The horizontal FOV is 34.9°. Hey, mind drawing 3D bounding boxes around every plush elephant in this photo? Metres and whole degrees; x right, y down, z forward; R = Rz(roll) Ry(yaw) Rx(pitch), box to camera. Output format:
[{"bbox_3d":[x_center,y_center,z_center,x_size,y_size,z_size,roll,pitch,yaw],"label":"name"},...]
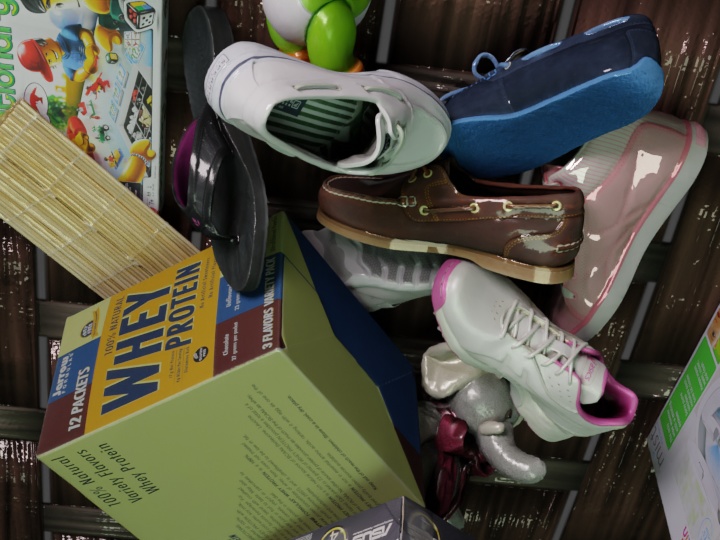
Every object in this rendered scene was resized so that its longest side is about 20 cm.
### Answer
[{"bbox_3d":[0.079,0.146,0.946,0.154,0.201,0.165,-29,146,6],"label":"plush elephant"}]

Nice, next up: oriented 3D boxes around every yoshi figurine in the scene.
[{"bbox_3d":[-0.051,-0.195,0.725,0.111,0.112,0.202,2,124,7],"label":"yoshi figurine"}]

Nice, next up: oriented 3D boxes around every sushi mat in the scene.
[{"bbox_3d":[-0.204,-0.036,0.856,0.095,0.012,0.200,-33,122,23],"label":"sushi mat"}]

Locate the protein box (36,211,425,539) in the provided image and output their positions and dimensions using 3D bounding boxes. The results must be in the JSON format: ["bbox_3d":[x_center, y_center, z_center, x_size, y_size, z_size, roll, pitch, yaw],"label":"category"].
[{"bbox_3d":[-0.087,0.102,0.841,0.198,0.136,0.199,-24,129,19],"label":"protein box"}]

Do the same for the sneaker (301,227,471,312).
[{"bbox_3d":[0.000,0.000,0.905,0.197,0.076,0.082,-5,152,4],"label":"sneaker"}]

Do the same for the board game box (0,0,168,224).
[{"bbox_3d":[-0.202,-0.129,0.815,0.125,0.035,0.202,6,127,-3],"label":"board game box"}]

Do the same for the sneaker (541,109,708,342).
[{"bbox_3d":[0.165,-0.040,0.860,0.104,0.076,0.201,19,122,-11],"label":"sneaker"}]

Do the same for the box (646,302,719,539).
[{"bbox_3d":[0.323,0.156,0.926,0.096,0.201,0.178,12,127,-8],"label":"box"}]

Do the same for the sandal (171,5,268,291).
[{"bbox_3d":[-0.104,-0.079,0.764,0.047,0.203,0.075,-4,162,-29],"label":"sandal"}]

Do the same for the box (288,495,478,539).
[{"bbox_3d":[0.011,0.240,0.830,0.199,0.049,0.161,-28,127,35],"label":"box"}]

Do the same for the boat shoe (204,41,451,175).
[{"bbox_3d":[-0.006,-0.085,0.716,0.199,0.067,0.074,3,123,-43],"label":"boat shoe"}]

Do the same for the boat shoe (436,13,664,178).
[{"bbox_3d":[0.124,-0.117,0.800,0.198,0.069,0.084,-11,144,37],"label":"boat shoe"}]

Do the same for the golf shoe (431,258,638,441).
[{"bbox_3d":[0.133,0.057,0.852,0.091,0.076,0.200,-3,143,49],"label":"golf shoe"}]

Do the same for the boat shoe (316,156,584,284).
[{"bbox_3d":[0.063,-0.049,0.823,0.198,0.070,0.071,11,119,15],"label":"boat shoe"}]
